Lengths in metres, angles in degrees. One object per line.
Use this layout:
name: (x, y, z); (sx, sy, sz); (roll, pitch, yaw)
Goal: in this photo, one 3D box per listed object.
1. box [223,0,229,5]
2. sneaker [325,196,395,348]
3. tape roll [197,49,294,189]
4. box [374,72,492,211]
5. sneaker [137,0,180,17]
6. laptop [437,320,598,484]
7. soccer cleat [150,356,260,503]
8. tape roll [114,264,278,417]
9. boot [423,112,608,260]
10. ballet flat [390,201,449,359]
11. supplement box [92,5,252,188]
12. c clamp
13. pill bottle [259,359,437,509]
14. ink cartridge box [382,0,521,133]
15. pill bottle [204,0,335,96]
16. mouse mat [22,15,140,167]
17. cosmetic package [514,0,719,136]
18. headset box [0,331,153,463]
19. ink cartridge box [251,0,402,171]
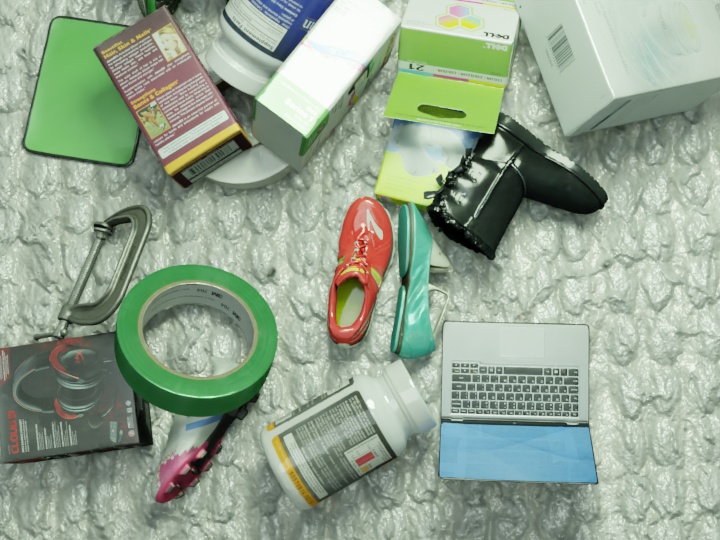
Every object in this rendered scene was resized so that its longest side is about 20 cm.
box: (-0.170, -0.455, 1.502); (0.124, 0.200, 0.149); (-31, 80, -1)
sneaker: (0.000, 0.000, 1.472); (0.077, 0.085, 0.200); (8, 82, 5)
tape roll: (-0.156, -0.209, 1.544); (0.202, 0.037, 0.203); (-1, 80, 5)
box: (0.101, -0.177, 1.512); (0.122, 0.048, 0.200); (14, 83, 7)
sneaker: (-0.289, -0.413, 1.525); (0.085, 0.200, 0.078); (13, 47, 22)
laptop: (0.191, 0.157, 1.414); (0.187, 0.116, 0.200); (1, 81, 5)
soccer cleat: (-0.213, 0.200, 1.473); (0.086, 0.070, 0.200); (34, 80, 20)
tape roll: (-0.205, 0.085, 1.444); (0.200, 0.048, 0.201); (8, 51, -10)
boot: (0.193, -0.086, 1.454); (0.198, 0.073, 0.163); (36, 76, -4)
ballet flat: (0.079, 0.014, 1.478); (0.070, 0.067, 0.200); (5, 84, -10)
supplement box: (-0.241, -0.223, 1.491); (0.110, 0.086, 0.200); (-32, 80, 0)
c clamp: (-0.345, 0.001, 1.497); (0.171, 0.027, 0.200); (1, 63, 47)
pill bottle: (-0.014, 0.199, 1.424); (0.200, 0.116, 0.116); (-29, 80, 0)
ink cartridge box: (0.119, -0.270, 1.461); (0.148, 0.076, 0.200); (10, 46, 7)
pill bottle: (-0.106, -0.325, 1.453); (0.116, 0.116, 0.200); (42, 113, 10)
mouse mat: (-0.369, -0.247, 1.584); (0.161, 0.008, 0.200); (10, 83, 7)
cosmetic package: (0.331, -0.295, 1.439); (0.200, 0.123, 0.200); (-14, 79, -24)
headset box: (-0.378, 0.165, 1.482); (0.200, 0.075, 0.149); (-8, 80, 3)
ink cartridge box: (-0.044, -0.241, 1.450); (0.084, 0.145, 0.200); (37, 77, 2)
